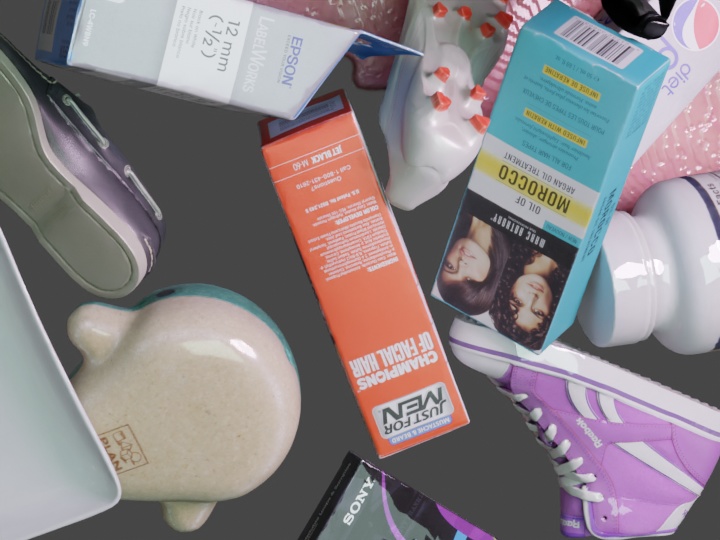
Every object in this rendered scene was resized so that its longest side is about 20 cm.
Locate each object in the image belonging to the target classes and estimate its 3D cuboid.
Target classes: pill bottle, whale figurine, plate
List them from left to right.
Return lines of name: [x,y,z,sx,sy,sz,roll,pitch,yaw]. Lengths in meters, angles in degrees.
plate: [-0.260,0.076,1.641,0.199,0.032,0.200,-22,100,14]
whale figurine: [-0.132,0.082,1.692,0.199,0.104,0.159,-23,112,11]
pill bottle: [0.236,-0.008,1.773,0.199,0.111,0.111,-10,98,-15]

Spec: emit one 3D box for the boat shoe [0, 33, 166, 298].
boat shoe: [-0.187,-0.076,1.680,0.200,0.073,0.063,53,37,-9]

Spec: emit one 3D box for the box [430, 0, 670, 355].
box: [0.111,-0.054,1.685,0.082,0.049,0.201,29,126,17]

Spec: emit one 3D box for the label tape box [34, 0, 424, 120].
label tape box: [-0.080,-0.125,1.647,0.199,0.143,0.066,16,91,-15]

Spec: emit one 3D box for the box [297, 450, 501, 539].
box: [0.041,0.224,1.778,0.200,0.036,0.143,31,86,-16]

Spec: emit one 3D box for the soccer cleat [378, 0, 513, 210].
soccer cleat: [0.044,-0.115,1.688,0.069,0.200,0.078,31,125,-14]

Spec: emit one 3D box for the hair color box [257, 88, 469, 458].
hair color box: [0.000,0.000,1.700,0.064,0.111,0.201,-22,101,1]

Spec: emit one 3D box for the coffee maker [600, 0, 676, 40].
coffee maker: [0.128,-0.236,1.672,0.192,0.200,0.135,38,83,-17]

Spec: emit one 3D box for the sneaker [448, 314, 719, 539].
sneaker: [0.130,0.107,1.776,0.200,0.073,0.115,25,93,-16]

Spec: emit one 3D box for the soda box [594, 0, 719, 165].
soda box: [0.173,-0.128,1.767,0.068,0.063,0.200,44,82,-16]
